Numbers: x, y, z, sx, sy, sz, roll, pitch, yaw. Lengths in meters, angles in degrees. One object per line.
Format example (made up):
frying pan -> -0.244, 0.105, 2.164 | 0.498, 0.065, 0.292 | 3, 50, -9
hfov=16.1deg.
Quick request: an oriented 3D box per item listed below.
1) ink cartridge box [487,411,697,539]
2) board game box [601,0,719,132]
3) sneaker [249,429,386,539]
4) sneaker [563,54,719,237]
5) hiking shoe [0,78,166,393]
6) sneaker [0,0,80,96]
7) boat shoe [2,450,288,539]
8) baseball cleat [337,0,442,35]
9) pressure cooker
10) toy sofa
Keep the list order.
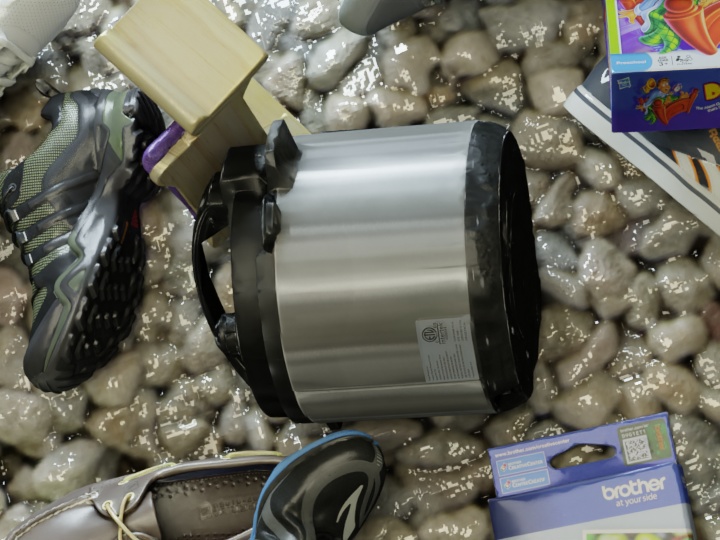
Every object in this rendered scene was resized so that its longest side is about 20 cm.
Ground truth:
ink cartridge box -> 0.145, 0.191, 1.510 | 0.118, 0.042, 0.201 | -12, 78, 11
board game box -> 0.241, -0.143, 1.482 | 0.198, 0.045, 0.135 | -3, 41, 4
sneaker -> -0.041, 0.186, 1.486 | 0.200, 0.071, 0.083 | -57, 36, -1
sneaker -> 0.216, -0.066, 1.511 | 0.200, 0.078, 0.080 | 42, 98, 17
hiking shoe -> -0.189, -0.021, 1.609 | 0.100, 0.076, 0.201 | 8, 74, 22
sneaker -> -0.242, -0.104, 1.611 | 0.200, 0.074, 0.116 | -37, 53, 15
boat shoe -> -0.123, 0.151, 1.530 | 0.199, 0.060, 0.072 | -11, 71, -12
baseball cleat -> 0.081, -0.196, 1.567 | 0.200, 0.070, 0.107 | -42, 75, 5
pressure cooker -> 0.000, 0.001, 1.500 | 0.198, 0.179, 0.177 | -5, 83, 11
toy sofa -> -0.099, -0.093, 1.526 | 0.083, 0.200, 0.098 | 43, 87, 15
